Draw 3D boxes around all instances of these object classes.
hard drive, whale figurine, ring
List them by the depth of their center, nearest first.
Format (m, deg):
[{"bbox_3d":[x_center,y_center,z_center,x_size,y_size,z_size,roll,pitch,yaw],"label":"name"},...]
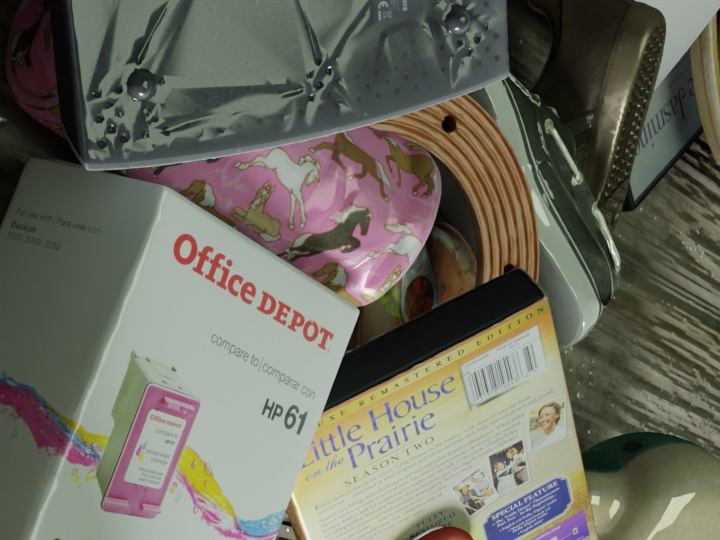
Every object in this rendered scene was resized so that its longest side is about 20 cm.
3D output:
[{"bbox_3d":[-0.032,-0.119,0.847,0.199,0.042,0.135,-15,111,-32],"label":"hard drive"},{"bbox_3d":[0.000,0.000,1.036,0.200,0.019,0.201,-5,100,-31],"label":"ring"},{"bbox_3d":[0.128,0.172,1.242,0.200,0.104,0.159,-33,124,-19],"label":"whale figurine"}]

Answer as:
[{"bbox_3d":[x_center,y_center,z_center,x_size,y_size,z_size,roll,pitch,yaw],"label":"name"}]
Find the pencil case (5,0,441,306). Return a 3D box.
[{"bbox_3d":[-0.054,-0.060,0.925,0.200,0.083,0.087,35,88,-37],"label":"pencil case"}]

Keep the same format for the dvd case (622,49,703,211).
[{"bbox_3d":[0.167,-0.155,1.297,0.143,0.017,0.201,-45,129,-42],"label":"dvd case"}]

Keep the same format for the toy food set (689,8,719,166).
[{"bbox_3d":[0.256,-0.140,1.370,0.200,0.048,0.199,6,83,-63],"label":"toy food set"}]

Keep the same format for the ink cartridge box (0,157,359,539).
[{"bbox_3d":[-0.100,0.073,0.894,0.144,0.084,0.201,33,73,-50],"label":"ink cartridge box"}]

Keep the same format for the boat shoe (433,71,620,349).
[{"bbox_3d":[0.074,-0.057,1.123,0.064,0.071,0.200,-45,118,-39],"label":"boat shoe"}]

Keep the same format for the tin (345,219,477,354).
[{"bbox_3d":[0.024,0.072,1.116,0.112,0.042,0.201,-27,115,-53],"label":"tin"}]

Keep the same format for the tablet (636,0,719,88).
[{"bbox_3d":[0.151,-0.188,1.203,0.130,0.014,0.200,-53,138,0],"label":"tablet"}]

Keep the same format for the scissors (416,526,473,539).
[{"bbox_3d":[-0.027,0.172,1.021,0.199,0.014,0.073,-17,132,-23],"label":"scissors"}]

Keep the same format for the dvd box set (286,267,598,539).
[{"bbox_3d":[0.037,0.107,1.045,0.146,0.029,0.200,-27,132,-12],"label":"dvd box set"}]

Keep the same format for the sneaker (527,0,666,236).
[{"bbox_3d":[0.107,-0.062,1.196,0.070,0.075,0.201,-31,141,-60],"label":"sneaker"}]
